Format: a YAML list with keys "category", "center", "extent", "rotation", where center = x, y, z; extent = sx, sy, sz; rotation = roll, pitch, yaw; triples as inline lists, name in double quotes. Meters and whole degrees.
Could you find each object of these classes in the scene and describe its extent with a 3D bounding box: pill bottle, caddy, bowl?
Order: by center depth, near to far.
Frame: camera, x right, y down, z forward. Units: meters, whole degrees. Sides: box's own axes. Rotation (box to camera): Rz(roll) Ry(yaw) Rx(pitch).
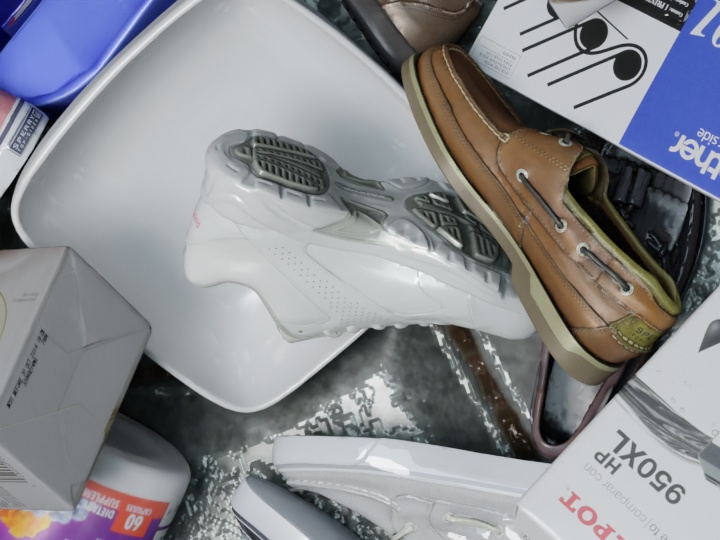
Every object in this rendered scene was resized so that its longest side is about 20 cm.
- category: "bowl"
  center: [-0.063, -0.050, 1.440]
  extent: [0.200, 0.075, 0.200]
  rotation: [-44, 111, 14]
- category: "caddy"
  center: [-0.149, -0.175, 1.475]
  extent: [0.141, 0.105, 0.200]
  rotation: [42, 103, 11]
- category: "pill bottle"
  center: [-0.182, 0.174, 1.489]
  extent: [0.111, 0.111, 0.200]
  rotation: [27, 99, 14]

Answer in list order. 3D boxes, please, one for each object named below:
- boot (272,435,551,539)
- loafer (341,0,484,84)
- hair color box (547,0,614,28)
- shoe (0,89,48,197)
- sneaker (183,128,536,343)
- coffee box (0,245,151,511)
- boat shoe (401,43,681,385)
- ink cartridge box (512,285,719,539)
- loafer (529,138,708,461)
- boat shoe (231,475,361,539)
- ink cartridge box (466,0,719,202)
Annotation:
- category: "boot"
  center: [0.044, 0.143, 1.439]
  extent: [0.199, 0.074, 0.096]
  rotation: [7, 84, 15]
- category: "loafer"
  center: [-0.001, -0.195, 1.457]
  extent: [0.071, 0.073, 0.200]
  rotation: [-34, 87, 4]
- category: "hair color box"
  center: [0.158, -0.216, 1.328]
  extent: [0.200, 0.061, 0.100]
  rotation: [-31, 114, 10]
- category: "shoe"
  center: [-0.245, -0.050, 1.474]
  extent: [0.091, 0.072, 0.200]
  rotation: [32, 142, -9]
- category: "sneaker"
  center: [0.000, 0.000, 1.398]
  extent: [0.200, 0.078, 0.099]
  rotation: [21, 122, -11]
- category: "coffee box"
  center: [-0.222, 0.058, 1.427]
  extent: [0.200, 0.080, 0.115]
  rotation: [-2, 54, 40]
- category: "boat shoe"
  center: [0.096, -0.042, 1.378]
  extent: [0.068, 0.072, 0.200]
  rotation: [-39, 74, 26]
- category: "ink cartridge box"
  center: [0.194, 0.101, 1.361]
  extent: [0.145, 0.084, 0.200]
  rotation: [42, 82, 11]
- category: "loafer"
  center: [0.133, 0.007, 1.418]
  extent: [0.072, 0.063, 0.200]
  rotation: [17, 96, 15]
- category: "boat shoe"
  center: [-0.002, 0.195, 1.462]
  extent: [0.200, 0.072, 0.068]
  rotation: [41, 100, 5]
- category: "ink cartridge box"
  center: [0.155, -0.103, 1.381]
  extent: [0.200, 0.044, 0.094]
  rotation: [32, 96, 35]
